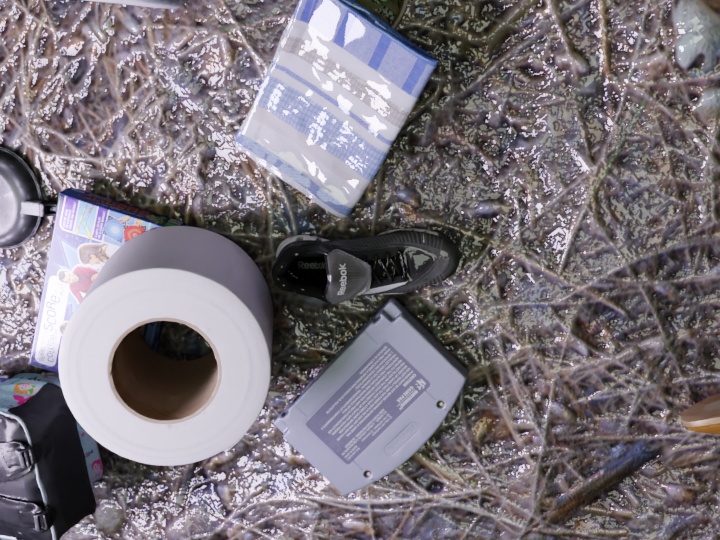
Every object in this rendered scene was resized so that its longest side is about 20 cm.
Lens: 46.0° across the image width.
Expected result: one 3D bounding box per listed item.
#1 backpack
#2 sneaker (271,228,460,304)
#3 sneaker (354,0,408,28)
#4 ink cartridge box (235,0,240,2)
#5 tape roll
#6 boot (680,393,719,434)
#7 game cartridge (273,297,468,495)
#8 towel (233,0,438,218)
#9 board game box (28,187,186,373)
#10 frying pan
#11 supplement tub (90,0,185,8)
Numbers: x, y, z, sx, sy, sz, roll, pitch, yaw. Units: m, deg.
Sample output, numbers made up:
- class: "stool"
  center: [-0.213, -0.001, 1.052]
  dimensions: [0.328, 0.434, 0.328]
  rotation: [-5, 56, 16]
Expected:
- class: "backpack"
  center: [-0.398, 0.203, 0.948]
  dimensions: [0.196, 0.151, 0.181]
  rotation: [-3, 108, 18]
- class: "sneaker"
  center: [0.000, 0.000, 0.845]
  dimensions: [0.196, 0.091, 0.068]
  rotation: [-1, 106, 12]
- class: "sneaker"
  center: [0.025, -0.285, 0.765]
  dimensions: [0.076, 0.089, 0.201]
  rotation: [35, 109, 0]
- class: "ink cartridge box"
  center: [-0.098, -0.352, 0.719]
  dimensions: [0.160, 0.050, 0.201]
  rotation: [39, 96, 0]
- class: "tape roll"
  center: [-0.186, 0.071, 0.852]
  dimensions: [0.199, 0.139, 0.207]
  rotation: [-1, 108, -4]
- class: "boot"
  center: [0.420, 0.183, 0.816]
  dimensions: [0.197, 0.071, 0.147]
  rotation: [-12, 99, 9]
- class: "game cartridge"
  center: [0.015, 0.143, 0.909]
  dimensions: [0.133, 0.041, 0.200]
  rotation: [45, 109, 1]
- class: "towel"
  center: [-0.031, -0.158, 0.816]
  dimensions: [0.146, 0.024, 0.201]
  rotation: [34, 126, 1]
- class: "board game box"
  center: [-0.279, 0.026, 0.930]
  dimensions: [0.133, 0.035, 0.203]
  rotation: [17, 107, -1]
- class: "frying pan"
  center: [-0.377, -0.060, 0.943]
  dimensions: [0.188, 0.031, 0.116]
  rotation: [32, 110, 5]
- class: "supplement tub"
  center: [-0.217, -0.351, 0.781]
  dimensions: [0.120, 0.123, 0.204]
  rotation: [9, 106, 9]
